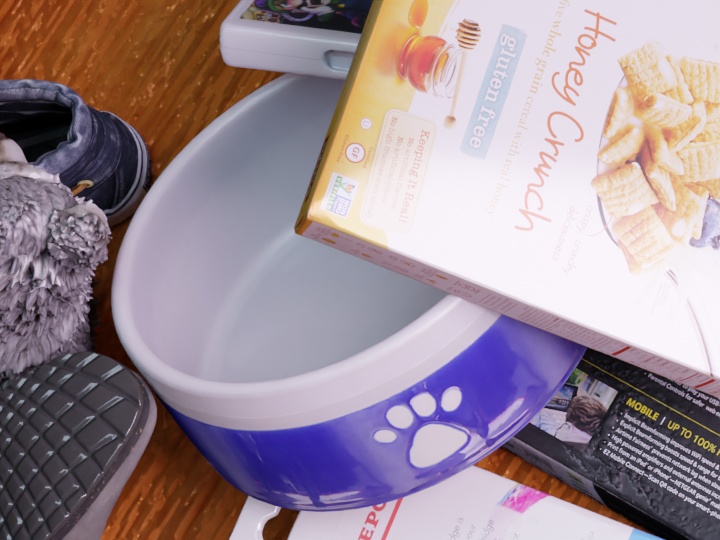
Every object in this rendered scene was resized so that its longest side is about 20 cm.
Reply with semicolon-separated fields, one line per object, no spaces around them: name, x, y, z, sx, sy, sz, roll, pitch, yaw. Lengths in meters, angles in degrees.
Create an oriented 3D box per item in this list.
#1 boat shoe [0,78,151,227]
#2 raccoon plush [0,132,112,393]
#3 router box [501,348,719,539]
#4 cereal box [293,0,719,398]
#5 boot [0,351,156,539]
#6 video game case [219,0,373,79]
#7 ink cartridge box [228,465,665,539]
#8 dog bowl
boat shoe;-0.201;-0.040;1.359;0.199;0.091;0.071;-17;71;11
raccoon plush;-0.129;0.039;1.249;0.096;0.134;0.201;-30;103;-16
router box;0.165;0.048;1.249;0.199;0.051;0.150;30;83;21
cereal box;0.091;-0.047;1.141;0.199;0.040;0.145;20;77;-6
boot;-0.124;0.124;1.259;0.068;0.130;0.200;45;107;34
video game case;0.059;-0.130;1.279;0.181;0.023;0.200;9;34;18
ink cartridge box;0.044;0.145;1.247;0.199;0.068;0.116;20;79;20
dog bowl;0.000;0.000;1.239;0.199;0.079;0.201;-19;40;16
